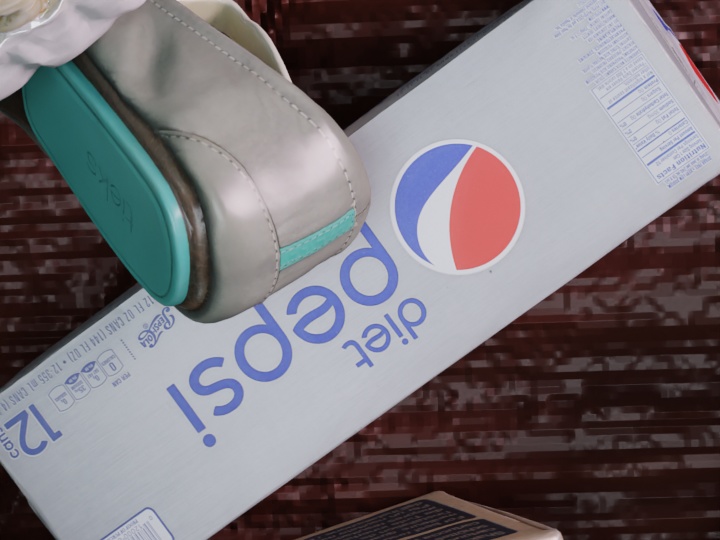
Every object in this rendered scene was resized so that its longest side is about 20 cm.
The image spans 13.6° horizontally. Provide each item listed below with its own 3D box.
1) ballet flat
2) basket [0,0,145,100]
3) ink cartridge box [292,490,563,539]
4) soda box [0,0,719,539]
[{"bbox_3d":[-0.069,-0.062,0.755,0.064,0.200,0.068,-25,143,-27],"label":"ballet flat"},{"bbox_3d":[-0.110,-0.165,0.672,0.198,0.161,0.200,-34,65,10],"label":"basket"},{"bbox_3d":[-0.012,0.177,0.770,0.164,0.075,0.201,-17,99,-22],"label":"ink cartridge box"},{"bbox_3d":[0.000,0.000,0.775,0.200,0.068,0.064,-36,93,9],"label":"soda box"}]
